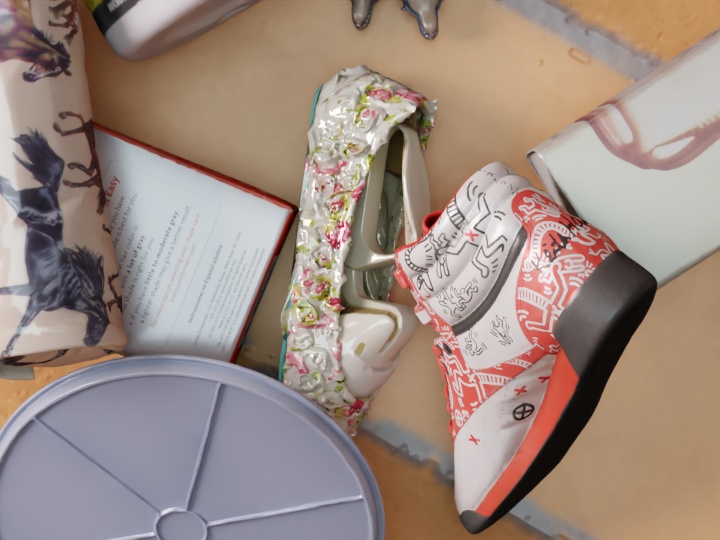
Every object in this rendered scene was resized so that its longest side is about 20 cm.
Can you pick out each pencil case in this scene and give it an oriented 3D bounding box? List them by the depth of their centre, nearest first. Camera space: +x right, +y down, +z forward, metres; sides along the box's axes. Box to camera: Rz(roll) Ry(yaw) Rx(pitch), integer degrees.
[{"bbox_3d":[-0.158,-0.048,0.802,0.077,0.089,0.201,-9,91,-27],"label":"pencil case"}]

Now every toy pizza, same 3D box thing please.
[{"bbox_3d":[-0.086,0.119,0.865,0.199,0.032,0.201,2,123,3],"label":"toy pizza"}]

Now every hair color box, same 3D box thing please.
[{"bbox_3d":[-0.141,-0.024,0.870,0.199,0.061,0.102,23,93,-1],"label":"hair color box"}]

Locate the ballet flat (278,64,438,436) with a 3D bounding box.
[{"bbox_3d":[0.000,0.000,0.858,0.064,0.076,0.201,8,95,29],"label":"ballet flat"}]

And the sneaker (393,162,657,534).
[{"bbox_3d":[0.061,0.036,0.836,0.108,0.202,0.067,41,53,17],"label":"sneaker"}]

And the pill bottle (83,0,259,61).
[{"bbox_3d":[-0.114,-0.212,0.832,0.114,0.114,0.201,-30,92,3],"label":"pill bottle"}]

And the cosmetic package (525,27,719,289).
[{"bbox_3d":[0.186,-0.074,0.837,0.199,0.103,0.087,-33,92,2],"label":"cosmetic package"}]

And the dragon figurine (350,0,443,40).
[{"bbox_3d":[0.009,-0.203,0.827,0.059,0.099,0.201,-10,105,-6],"label":"dragon figurine"}]
